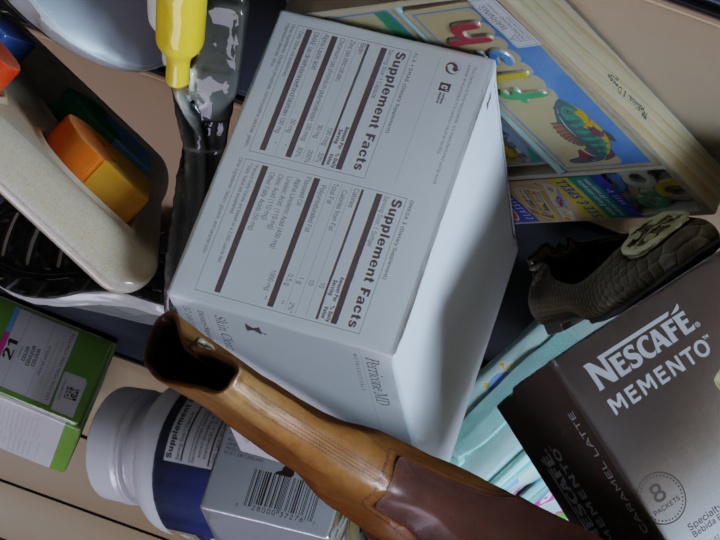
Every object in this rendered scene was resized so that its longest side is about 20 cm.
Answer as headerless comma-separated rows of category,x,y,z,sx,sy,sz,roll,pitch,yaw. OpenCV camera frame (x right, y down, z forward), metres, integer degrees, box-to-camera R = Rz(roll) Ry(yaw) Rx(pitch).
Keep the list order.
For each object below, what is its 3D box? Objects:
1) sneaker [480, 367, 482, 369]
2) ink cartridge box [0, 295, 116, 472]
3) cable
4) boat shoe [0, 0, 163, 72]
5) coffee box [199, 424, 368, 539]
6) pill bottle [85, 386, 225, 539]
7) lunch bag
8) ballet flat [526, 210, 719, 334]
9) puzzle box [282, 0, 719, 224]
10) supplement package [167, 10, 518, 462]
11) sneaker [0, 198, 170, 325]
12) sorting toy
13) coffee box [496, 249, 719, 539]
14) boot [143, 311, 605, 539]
sneaker,0.120,0.105,1.378,0.199,0.071,0.073,-2,149,40
ink cartridge box,-0.297,0.069,1.641,0.199,0.076,0.148,23,158,-5
cable,-0.083,-0.077,1.008,0.050,0.097,0.201,8,115,-4
boat shoe,-0.173,-0.158,1.011,0.199,0.074,0.068,31,162,-20
coffee box,-0.020,0.072,1.246,0.079,0.201,0.113,12,156,12
pill bottle,-0.087,0.136,1.495,0.199,0.111,0.111,8,156,28
lunch bag,0.090,0.106,1.234,0.077,0.200,0.161,42,164,20
ballet flat,0.126,-0.004,1.099,0.046,0.067,0.200,62,167,0
puzzle box,0.071,-0.084,1.042,0.133,0.026,0.200,-1,150,43
supplement package,0.000,0.000,1.054,0.110,0.156,0.200,14,157,14
sneaker,-0.154,0.002,1.371,0.199,0.074,0.079,12,162,19
sorting toy,-0.161,-0.083,1.047,0.185,0.036,0.200,44,-169,-12
coffee box,0.178,0.049,0.994,0.115,0.200,0.080,58,158,7
boot,0.017,0.089,0.932,0.200,0.069,0.188,40,177,-31
